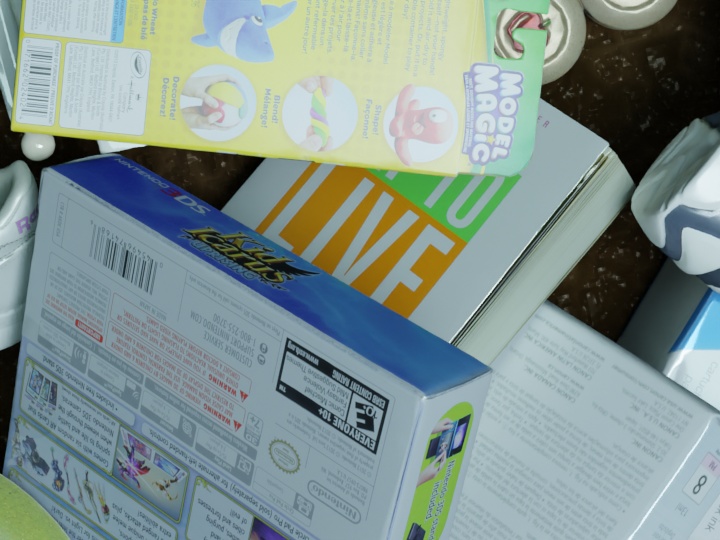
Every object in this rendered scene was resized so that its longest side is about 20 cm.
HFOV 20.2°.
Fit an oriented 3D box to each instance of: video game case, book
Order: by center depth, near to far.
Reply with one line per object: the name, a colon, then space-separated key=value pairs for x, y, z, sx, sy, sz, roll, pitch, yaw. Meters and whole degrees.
video game case: x=-0.055 y=0.077 z=0.781 sx=0.045 sy=0.200 sz=0.182 roll=-16 pitch=128 yaw=-48
book: x=0.000 y=0.000 z=0.850 sx=0.134 sy=0.048 sz=0.200 roll=37 pitch=86 yaw=30

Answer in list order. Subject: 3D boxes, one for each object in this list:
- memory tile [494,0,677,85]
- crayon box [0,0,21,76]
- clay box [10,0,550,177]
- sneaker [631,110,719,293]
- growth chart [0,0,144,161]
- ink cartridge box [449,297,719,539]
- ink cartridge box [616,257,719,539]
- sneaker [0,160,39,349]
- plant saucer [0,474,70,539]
memory tile: x=0.083 y=-0.195 z=0.879 sx=0.153 sy=0.017 sz=0.200 roll=-29 pitch=98 yaw=4
crayon box: x=-0.164 y=-0.204 z=0.827 sx=0.173 sy=0.058 sz=0.200 roll=-45 pitch=101 yaw=-3
clay box: x=-0.029 y=-0.101 z=0.780 sx=0.200 sy=0.048 sz=0.115 roll=6 pitch=96 yaw=-6
sneaker: x=0.220 y=-0.053 z=0.813 sx=0.130 sy=0.079 sz=0.199 roll=42 pitch=88 yaw=-14
growth chart: x=-0.060 y=-0.117 z=0.808 sx=0.200 sy=0.018 sz=0.145 roll=-6 pitch=97 yaw=-5
ink cartridge box: x=0.040 y=0.107 z=0.839 sx=0.200 sy=0.162 sz=0.057 roll=-56 pitch=140 yaw=0
ink cartridge box: x=0.210 y=0.078 z=0.902 sx=0.200 sy=0.086 sz=0.147 roll=31 pitch=88 yaw=-10
sneaker: x=-0.223 y=-0.020 z=0.808 sx=0.200 sy=0.075 sz=0.100 roll=1 pitch=134 yaw=-17
plant saucer: x=-0.195 y=0.170 z=0.821 sx=0.200 sy=0.031 sz=0.200 roll=0 pitch=91 yaw=15
